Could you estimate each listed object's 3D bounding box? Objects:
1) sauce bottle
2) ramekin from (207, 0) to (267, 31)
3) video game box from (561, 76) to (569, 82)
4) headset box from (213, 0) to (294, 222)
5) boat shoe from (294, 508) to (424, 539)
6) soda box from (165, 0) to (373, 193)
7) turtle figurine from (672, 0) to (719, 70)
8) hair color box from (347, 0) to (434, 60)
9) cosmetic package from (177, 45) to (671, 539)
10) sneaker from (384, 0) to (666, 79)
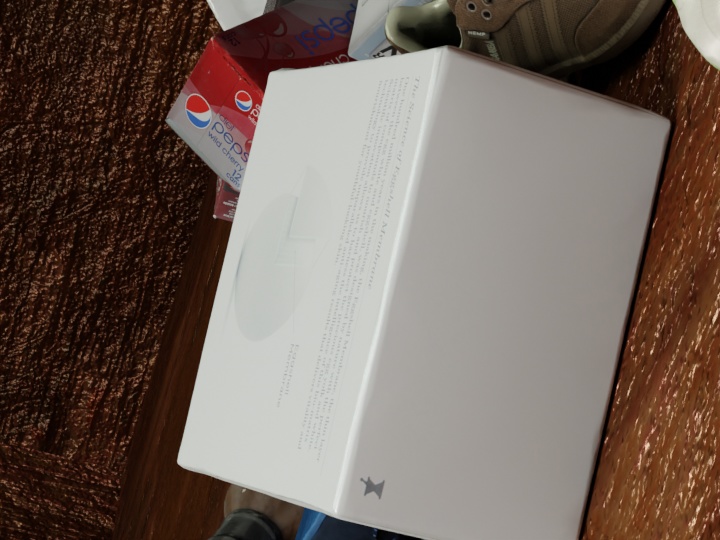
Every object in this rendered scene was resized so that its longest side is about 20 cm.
[{"bbox_3d":[-0.045,0.135,1.434,0.200,0.064,0.065,-47,-19,-53],"label":"sauce bottle"},{"bbox_3d":[-0.025,-0.185,1.613,0.097,0.201,0.201,-33,22,13],"label":"ramekin"},{"bbox_3d":[0.065,-0.042,1.282,0.200,0.046,0.183,116,168,-55],"label":"video game box"},{"bbox_3d":[-0.002,-0.097,1.459,0.075,0.148,0.201,-89,16,-58],"label":"headset box"},{"bbox_3d":[0.003,0.143,1.328,0.201,0.068,0.084,110,175,-45],"label":"boat shoe"},{"bbox_3d":[-0.011,-0.114,1.284,0.200,0.063,0.070,-31,-17,-45],"label":"soda box"},{"bbox_3d":[0.143,-0.156,0.615,0.144,0.200,0.194,-40,-20,-34],"label":"turtle figurine"},{"bbox_3d":[0.074,-0.186,1.201,0.200,0.060,0.100,-39,33,46],"label":"hair color box"},{"bbox_3d":[0.024,0.015,1.056,0.200,0.122,0.201,5,81,68],"label":"cosmetic package"},{"bbox_3d":[0.081,-0.132,1.105,0.200,0.075,0.071,-38,42,56],"label":"sneaker"}]
